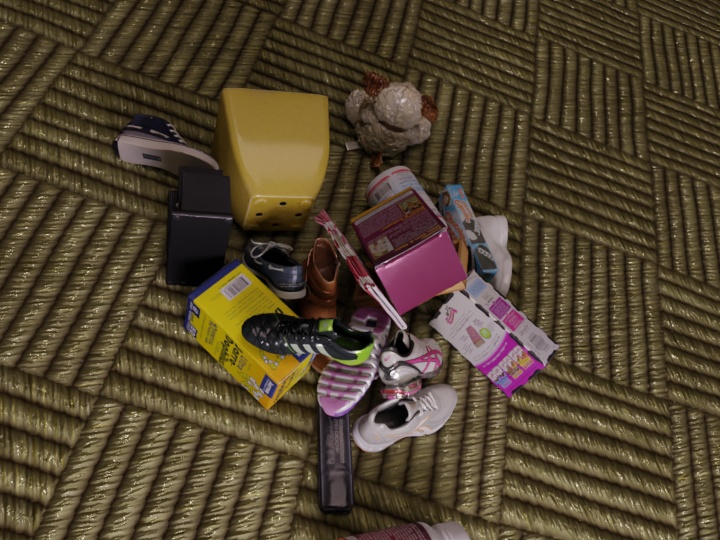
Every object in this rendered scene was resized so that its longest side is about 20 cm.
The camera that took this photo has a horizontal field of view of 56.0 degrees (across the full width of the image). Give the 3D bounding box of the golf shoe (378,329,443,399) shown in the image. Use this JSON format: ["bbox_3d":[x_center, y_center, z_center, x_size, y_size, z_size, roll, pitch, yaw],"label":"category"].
[{"bbox_3d":[0.088,0.138,1.121,0.072,0.093,0.200,-4,10,23],"label":"golf shoe"}]

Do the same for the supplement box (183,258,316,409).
[{"bbox_3d":[-0.174,0.101,1.083,0.200,0.109,0.109,42,55,10],"label":"supplement box"}]

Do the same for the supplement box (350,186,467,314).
[{"bbox_3d":[0.076,-0.039,1.133,0.130,0.104,0.200,-28,29,2],"label":"supplement box"}]

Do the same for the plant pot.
[{"bbox_3d":[-0.160,-0.184,1.233,0.194,0.194,0.202,0,63,-19],"label":"plant pot"}]

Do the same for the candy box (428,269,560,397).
[{"bbox_3d":[0.232,0.113,1.201,0.200,0.137,0.061,42,53,10],"label":"candy box"}]

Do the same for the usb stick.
[{"bbox_3d":[-0.041,0.278,1.062,0.055,0.033,0.201,2,57,-10],"label":"usb stick"}]

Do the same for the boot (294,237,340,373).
[{"bbox_3d":[-0.061,0.061,1.120,0.073,0.155,0.201,-11,62,-25],"label":"boot"}]

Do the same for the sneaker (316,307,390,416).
[{"bbox_3d":[-0.003,0.159,1.099,0.080,0.089,0.201,14,50,19],"label":"sneaker"}]

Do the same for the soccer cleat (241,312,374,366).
[{"bbox_3d":[-0.075,0.092,1.005,0.198,0.081,0.068,12,55,-12],"label":"soccer cleat"}]

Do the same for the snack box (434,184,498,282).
[{"bbox_3d":[0.192,-0.052,1.307,0.037,0.116,0.201,-6,60,-22],"label":"snack box"}]

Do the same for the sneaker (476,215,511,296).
[{"bbox_3d":[0.251,-0.027,1.351,0.088,0.076,0.201,4,50,-2],"label":"sneaker"}]

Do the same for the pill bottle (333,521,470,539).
[{"bbox_3d":[0.054,0.420,0.949,0.198,0.114,0.115,-4,59,-21],"label":"pill bottle"}]

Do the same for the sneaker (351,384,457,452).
[{"bbox_3d":[0.086,0.230,1.099,0.199,0.092,0.076,-20,67,-29],"label":"sneaker"}]

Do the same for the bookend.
[{"bbox_3d":[-0.272,-0.109,1.131,0.091,0.200,0.200,3,58,-18],"label":"bookend"}]

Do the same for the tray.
[{"bbox_3d":[0.089,0.009,1.195,0.198,0.037,0.099,-14,38,24],"label":"tray"}]

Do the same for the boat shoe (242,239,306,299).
[{"bbox_3d":[-0.148,-0.014,1.141,0.074,0.062,0.200,-3,22,-25],"label":"boat shoe"}]

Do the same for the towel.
[{"bbox_3d":[0.000,0.000,1.117,0.023,0.144,0.200,-37,49,3],"label":"towel"}]

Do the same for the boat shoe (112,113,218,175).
[{"bbox_3d":[-0.349,-0.235,1.259,0.198,0.075,0.093,16,54,-1],"label":"boat shoe"}]

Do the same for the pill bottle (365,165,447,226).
[{"bbox_3d":[0.099,-0.094,1.308,0.108,0.109,0.201,-19,66,-28],"label":"pill bottle"}]

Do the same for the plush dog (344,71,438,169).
[{"bbox_3d":[0.064,-0.318,1.402,0.198,0.172,0.161,20,54,-7],"label":"plush dog"}]
